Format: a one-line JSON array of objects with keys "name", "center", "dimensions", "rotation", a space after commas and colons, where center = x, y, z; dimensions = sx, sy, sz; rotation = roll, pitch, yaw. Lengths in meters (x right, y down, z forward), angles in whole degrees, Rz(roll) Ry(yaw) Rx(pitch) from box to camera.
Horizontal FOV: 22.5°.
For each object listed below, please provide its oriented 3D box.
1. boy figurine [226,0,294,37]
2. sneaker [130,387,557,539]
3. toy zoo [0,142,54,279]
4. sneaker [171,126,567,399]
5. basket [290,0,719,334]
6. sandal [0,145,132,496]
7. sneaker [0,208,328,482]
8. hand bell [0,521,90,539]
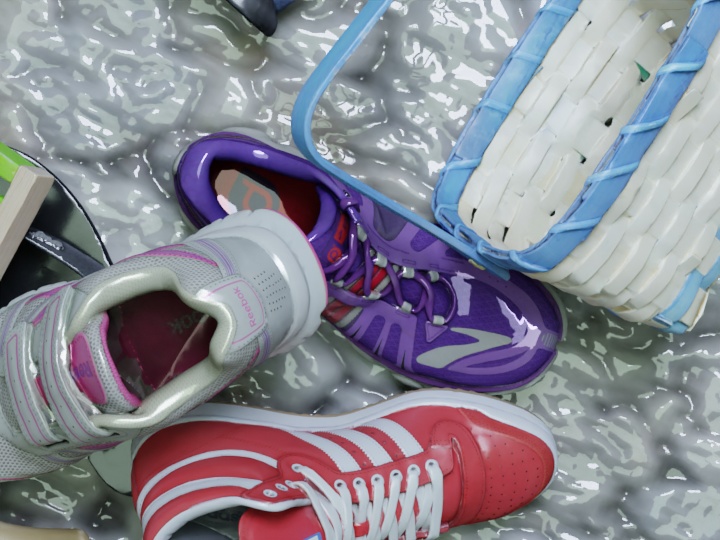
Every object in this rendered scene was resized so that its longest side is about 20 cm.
[{"name": "boy figurine", "center": [0.002, -0.200, 0.841], "dimensions": [0.200, 0.064, 0.124], "rotation": [-45, 86, 4]}, {"name": "sneaker", "center": [-0.003, 0.106, 0.803], "dimensions": [0.198, 0.113, 0.072], "rotation": [-1, 113, -5]}, {"name": "toy zoo", "center": [-0.252, -0.039, 0.844], "dimensions": [0.199, 0.020, 0.132], "rotation": [34, 99, 14]}, {"name": "sneaker", "center": [0.000, 0.000, 0.830], "dimensions": [0.199, 0.083, 0.081], "rotation": [25, 91, 0]}, {"name": "basket", "center": [0.086, -0.075, 0.789], "dimensions": [0.200, 0.139, 0.177], "rotation": [37, 88, -29]}, {"name": "sandal", "center": [-0.143, 0.016, 0.853], "dimensions": [0.076, 0.043, 0.200], "rotation": [-40, 89, 1]}, {"name": "sneaker", "center": [-0.115, 0.037, 0.779], "dimensions": [0.199, 0.088, 0.082], "rotation": [-29, 91, 19]}, {"name": "hand bell", "center": [-0.094, 0.143, 0.844], "dimensions": [0.198, 0.104, 0.105], "rotation": [-6, 90, -11]}]
